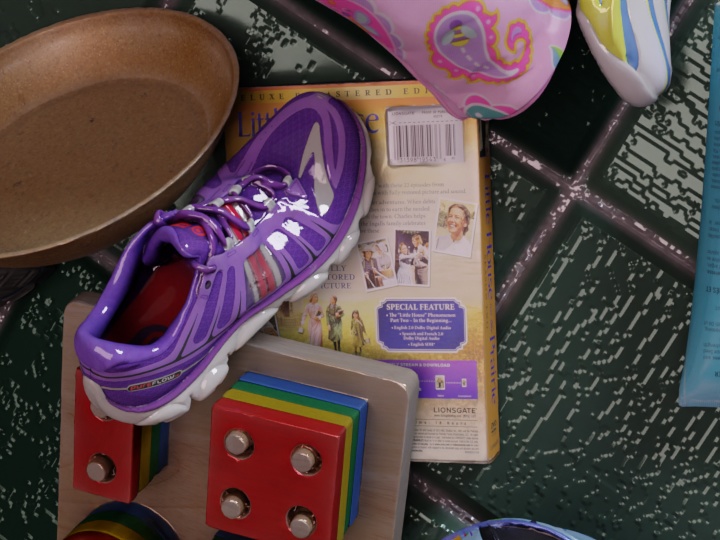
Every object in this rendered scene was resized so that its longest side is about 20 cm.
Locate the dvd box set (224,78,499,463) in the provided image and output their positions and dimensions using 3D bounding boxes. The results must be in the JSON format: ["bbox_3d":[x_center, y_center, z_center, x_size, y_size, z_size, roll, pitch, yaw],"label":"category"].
[{"bbox_3d":[0.000,0.000,0.886,0.144,0.029,0.203,-1,96,18],"label":"dvd box set"}]

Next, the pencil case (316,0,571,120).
[{"bbox_3d":[0.006,-0.148,0.768,0.199,0.088,0.088,31,107,-28],"label":"pencil case"}]

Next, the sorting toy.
[{"bbox_3d":[-0.081,0.135,0.884,0.198,0.070,0.201,12,112,16],"label":"sorting toy"}]

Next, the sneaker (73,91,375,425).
[{"bbox_3d":[-0.064,-0.013,0.815,0.080,0.084,0.201,30,70,20],"label":"sneaker"}]

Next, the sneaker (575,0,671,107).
[{"bbox_3d":[0.145,-0.186,0.800,0.104,0.076,0.203,-14,90,18],"label":"sneaker"}]

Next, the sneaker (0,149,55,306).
[{"bbox_3d":[-0.240,-0.005,0.944,0.200,0.074,0.087,-41,72,14],"label":"sneaker"}]

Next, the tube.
[{"bbox_3d":[0.197,-0.029,0.809,0.076,0.050,0.203,4,101,21],"label":"tube"}]

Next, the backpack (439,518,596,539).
[{"bbox_3d":[0.093,0.219,0.825,0.182,0.134,0.200,-43,83,17],"label":"backpack"}]

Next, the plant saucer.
[{"bbox_3d":[-0.152,-0.064,0.871,0.198,0.202,0.036,-5,133,18],"label":"plant saucer"}]
